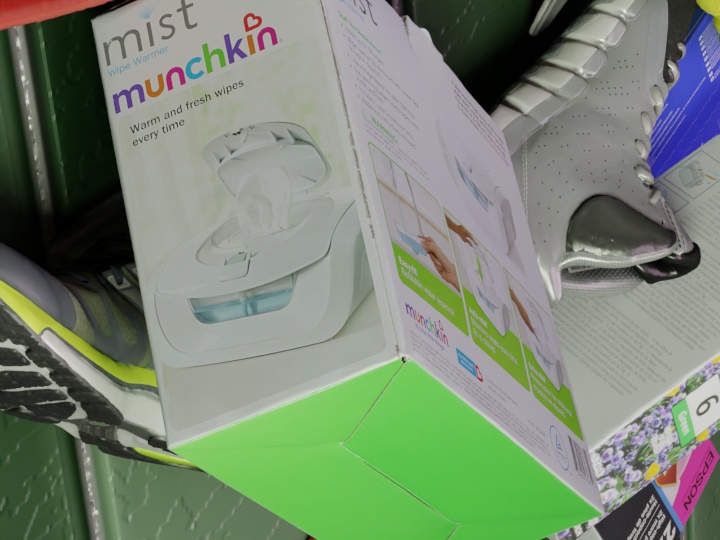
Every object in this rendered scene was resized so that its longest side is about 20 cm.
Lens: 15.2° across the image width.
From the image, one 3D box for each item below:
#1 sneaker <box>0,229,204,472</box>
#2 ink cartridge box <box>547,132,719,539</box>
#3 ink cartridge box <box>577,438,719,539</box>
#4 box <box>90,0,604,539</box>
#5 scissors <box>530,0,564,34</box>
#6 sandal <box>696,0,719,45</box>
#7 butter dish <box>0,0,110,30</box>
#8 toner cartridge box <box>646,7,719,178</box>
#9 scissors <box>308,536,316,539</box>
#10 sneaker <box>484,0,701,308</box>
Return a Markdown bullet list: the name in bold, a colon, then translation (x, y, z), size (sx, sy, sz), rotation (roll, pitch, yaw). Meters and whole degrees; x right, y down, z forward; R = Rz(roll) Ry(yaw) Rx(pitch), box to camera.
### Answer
- **sneaker**: translation (-0.096, 0.017, 0.988), size (0.200, 0.074, 0.081), rotation (34, 61, -59)
- **ink cartridge box**: translation (0.131, 0.026, 1.221), size (0.200, 0.109, 0.050), rotation (-35, 136, -15)
- **ink cartridge box**: translation (0.139, 0.105, 1.398), size (0.095, 0.037, 0.200), rotation (-60, 147, -20)
- **box**: translation (0.000, 0.000, 1.000), size (0.200, 0.097, 0.177), rotation (39, 33, -59)
- **scissors**: translation (0.119, -0.178, 1.159), size (0.200, 0.014, 0.073), rotation (-48, 157, 23)
- **sandal**: translation (0.200, -0.137, 1.221), size (0.200, 0.087, 0.080), rotation (-6, 94, -77)
- **butter dish**: translation (-0.077, -0.162, 0.849), size (0.200, 0.148, 0.200), rotation (-20, 120, -51)
- **toner cartridge box**: translation (0.153, -0.085, 1.323), size (0.200, 0.043, 0.095), rotation (-54, 141, -28)
- **scissors**: translation (0.026, 0.143, 1.263), size (0.200, 0.014, 0.073), rotation (43, 66, -53)
- **sneaker**: translation (0.120, -0.054, 1.211), size (0.200, 0.115, 0.075), rotation (-45, 177, -26)
